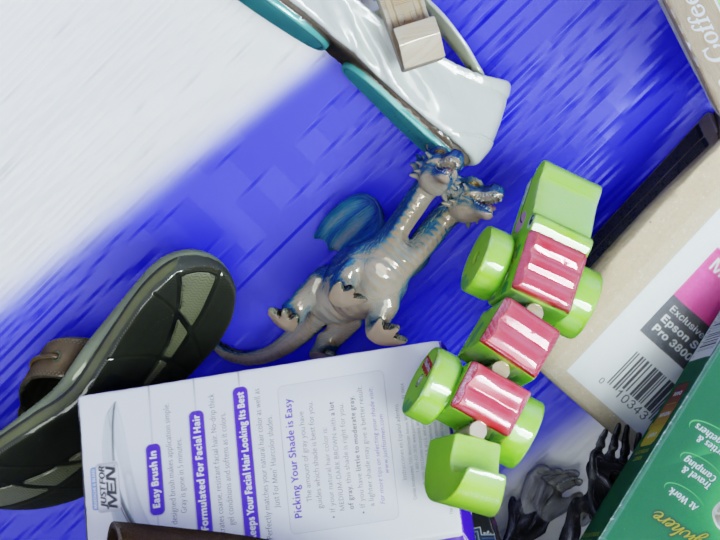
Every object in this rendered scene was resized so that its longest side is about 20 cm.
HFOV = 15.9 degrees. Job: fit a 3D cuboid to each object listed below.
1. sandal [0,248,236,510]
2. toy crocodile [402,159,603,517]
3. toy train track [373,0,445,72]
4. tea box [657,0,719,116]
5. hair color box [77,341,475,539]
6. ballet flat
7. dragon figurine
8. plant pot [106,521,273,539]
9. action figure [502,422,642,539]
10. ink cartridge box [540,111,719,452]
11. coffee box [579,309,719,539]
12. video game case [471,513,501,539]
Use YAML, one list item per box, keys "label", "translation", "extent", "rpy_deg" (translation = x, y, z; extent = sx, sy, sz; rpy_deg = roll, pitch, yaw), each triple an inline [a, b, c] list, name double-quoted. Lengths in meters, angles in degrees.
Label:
- label: "sandal"
  translation: [-0.147, 0.060, 1.435]
  extent: [0.201, 0.057, 0.080]
  rpy_deg: [-46, 138, 12]
- label: "toy crocodile"
  translation: [0.078, 0.033, 1.317]
  extent: [0.067, 0.062, 0.200]
  rpy_deg: [29, 67, -9]
- label: "toy train track"
  translation: [0.002, -0.203, 1.341]
  extent: [0.114, 0.033, 0.200]
  rpy_deg: [-18, 86, -11]
- label: "tea box"
  translation: [0.229, -0.199, 1.299]
  extent: [0.196, 0.134, 0.200]
  rpy_deg: [-27, 92, 9]
- label: "hair color box"
  translation: [-0.044, 0.111, 1.364]
  extent: [0.199, 0.065, 0.110]
  rpy_deg: [-8, 68, 6]
- label: "ballet flat"
  translation: [-0.002, -0.135, 1.381]
  extent: [0.200, 0.069, 0.069]
  rpy_deg: [38, 103, -11]
- label: "dragon figurine"
  translation: [0.000, 0.000, 1.403]
  extent: [0.059, 0.100, 0.200]
  rpy_deg: [41, 143, -14]
- label: "plant pot"
  translation: [-0.021, 0.213, 1.267]
  extent: [0.199, 0.187, 0.187]
  rpy_deg: [-2, 104, -10]
- label: "action figure"
  translation: [0.127, 0.168, 1.421]
  extent: [0.119, 0.102, 0.200]
  rpy_deg: [36, 142, 3]
- label: "ink cartridge box"
  translation: [0.211, 0.041, 1.404]
  extent: [0.200, 0.075, 0.165]
  rpy_deg: [40, 104, -6]
- label: "coffee box"
  translation: [0.201, 0.108, 1.319]
  extent: [0.123, 0.044, 0.200]
  rpy_deg: [34, 77, -8]
- label: "video game case"
  translation: [-0.016, 0.180, 1.384]
  extent: [0.200, 0.036, 0.182]
  rpy_deg: [-19, 64, 4]
